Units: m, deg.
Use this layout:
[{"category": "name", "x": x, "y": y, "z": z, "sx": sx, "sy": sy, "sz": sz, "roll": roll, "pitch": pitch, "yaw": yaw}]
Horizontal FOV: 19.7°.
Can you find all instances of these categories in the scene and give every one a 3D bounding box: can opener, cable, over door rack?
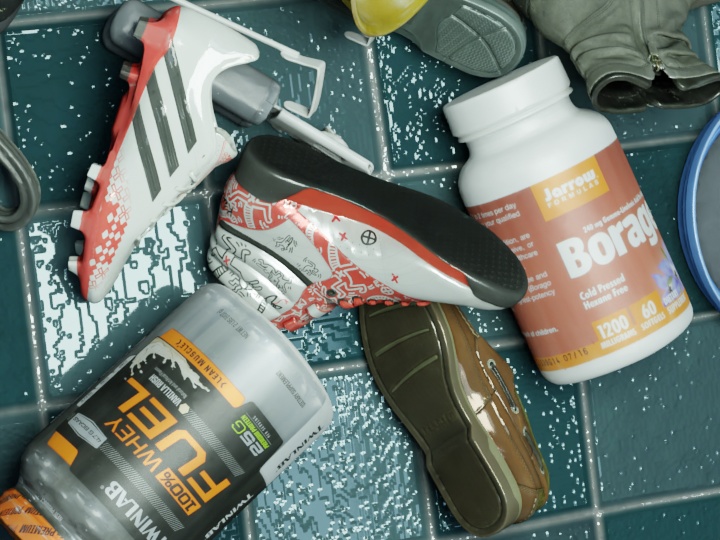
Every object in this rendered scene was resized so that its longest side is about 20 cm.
[{"category": "can opener", "x": -0.082, "y": -0.098, "z": 1.343, "sx": 0.200, "sy": 0.053, "sz": 0.067, "roll": 29, "pitch": 81, "yaw": -14}, {"category": "cable", "x": -0.258, "y": -0.119, "z": 1.285, "sx": 0.097, "sy": 0.050, "sz": 0.200, "roll": -39, "pitch": 110, "yaw": 16}, {"category": "over door rack", "x": -0.078, "y": -0.195, "z": 1.275, "sx": 0.200, "sy": 0.148, "sz": 0.067, "roll": 34, "pitch": 120, "yaw": 1}]

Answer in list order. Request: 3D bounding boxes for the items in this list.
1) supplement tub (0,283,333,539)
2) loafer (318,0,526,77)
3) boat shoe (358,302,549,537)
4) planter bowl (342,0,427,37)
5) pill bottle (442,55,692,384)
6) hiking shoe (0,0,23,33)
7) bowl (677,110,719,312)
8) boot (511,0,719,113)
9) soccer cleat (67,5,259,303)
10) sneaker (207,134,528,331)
[{"category": "supplement tub", "x": -0.124, "y": 0.114, "z": 1.290, "sx": 0.200, "sy": 0.123, "sz": 0.123, "roll": -44, "pitch": 102, "yaw": -14}, {"category": "loafer", "x": 0.023, "y": -0.199, "z": 1.381, "sx": 0.200, "sy": 0.072, "sz": 0.063, "roll": 31, "pitch": 36, "yaw": -12}, {"category": "boat shoe", "x": 0.063, "y": 0.077, "z": 1.386, "sx": 0.068, "sy": 0.072, "sz": 0.200, "roll": -19, "pitch": 87, "yaw": -47}, {"category": "planter bowl", "x": 0.015, "y": -0.250, "z": 1.263, "sx": 0.083, "sy": 0.200, "sz": 0.201, "roll": 29, "pitch": 79, "yaw": 16}, {"category": "pill bottle", "x": 0.133, "y": -0.035, "z": 1.380, "sx": 0.112, "sy": 0.112, "sz": 0.200, "roll": -28, "pitch": 98, "yaw": -16}, {"category": "hiking shoe", "x": -0.217, "y": -0.237, "z": 1.276, "sx": 0.076, "sy": 0.101, "sz": 0.201, "roll": 18, "pitch": 84, "yaw": -16}, {"category": "bowl", "x": 0.317, "y": -0.041, "z": 1.477, "sx": 0.200, "sy": 0.039, "sz": 0.201, "roll": 0, "pitch": 89, "yaw": -17}, {"category": "boot", "x": 0.205, "y": -0.157, "z": 1.384, "sx": 0.200, "sy": 0.068, "sz": 0.131, "roll": -13, "pitch": 53, "yaw": -31}, {"category": "soccer cleat", "x": -0.124, "y": -0.066, "z": 1.297, "sx": 0.085, "sy": 0.069, "sz": 0.200, "roll": 18, "pitch": 103, "yaw": -6}, {"category": "sneaker", "x": 0.000, "y": -0.001, "z": 1.333, "sx": 0.201, "sy": 0.067, "sz": 0.108, "roll": 25, "pitch": 123, "yaw": -2}]
